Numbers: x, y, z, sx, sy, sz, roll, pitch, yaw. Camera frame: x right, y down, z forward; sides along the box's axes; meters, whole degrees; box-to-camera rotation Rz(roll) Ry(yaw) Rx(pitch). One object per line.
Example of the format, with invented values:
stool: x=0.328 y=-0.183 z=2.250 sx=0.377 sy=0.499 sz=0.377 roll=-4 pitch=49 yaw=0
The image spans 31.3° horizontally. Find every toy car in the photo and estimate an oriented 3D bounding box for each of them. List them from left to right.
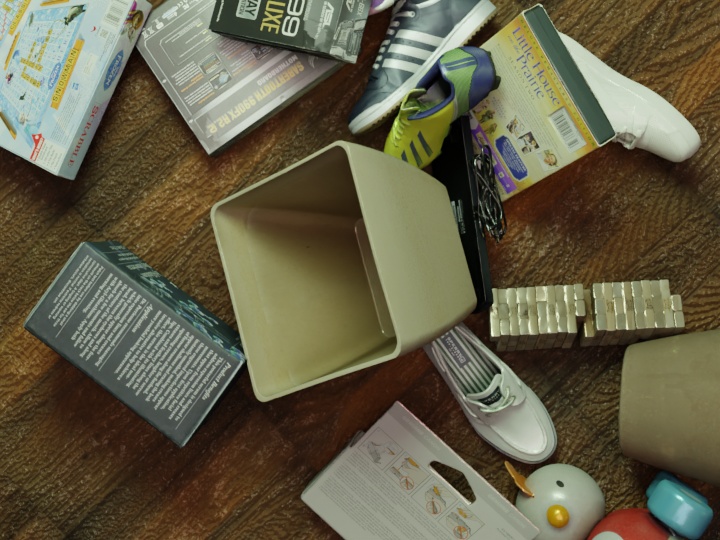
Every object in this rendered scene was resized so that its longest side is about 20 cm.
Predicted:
toy car: x=0.224 y=0.262 z=1.310 sx=0.199 sy=0.177 sz=0.185 roll=32 pitch=94 yaw=12

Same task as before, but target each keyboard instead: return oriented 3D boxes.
keyboard: x=0.119 y=-0.057 z=1.332 sx=0.039 sy=0.104 sz=0.203 roll=-7 pitch=88 yaw=-27

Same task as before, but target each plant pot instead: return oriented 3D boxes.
plant pot: x=0.000 y=0.000 z=1.265 sx=0.199 sy=0.176 sz=0.202 roll=-22 pitch=79 yaw=41
plant pot: x=0.352 y=0.137 z=1.298 sx=0.173 sy=0.200 sz=0.203 roll=3 pitch=92 yaw=17

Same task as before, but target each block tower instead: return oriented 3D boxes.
block tower: x=0.231 y=0.048 z=1.345 sx=0.197 sy=0.058 sz=0.055 roll=-2 pitch=68 yaw=-1

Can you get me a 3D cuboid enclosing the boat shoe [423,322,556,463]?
boat shoe: x=0.130 y=0.128 z=1.349 sx=0.074 sy=0.067 sz=0.200 roll=-45 pitch=91 yaw=2

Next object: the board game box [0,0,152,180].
board game box: x=-0.344 y=-0.226 z=1.335 sx=0.198 sy=0.041 sz=0.202 roll=26 pitch=92 yaw=16

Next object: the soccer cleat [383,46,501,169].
soccer cleat: x=0.062 y=-0.158 z=1.288 sx=0.083 sy=0.200 sz=0.065 roll=-10 pitch=70 yaw=-32

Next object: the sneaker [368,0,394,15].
sneaker: x=0.013 y=-0.350 z=1.292 sx=0.080 sy=0.088 sz=0.202 roll=-1 pitch=63 yaw=32

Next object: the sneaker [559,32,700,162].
sneaker: x=0.241 y=-0.146 z=1.324 sx=0.199 sy=0.074 sz=0.116 roll=34 pitch=70 yaw=9

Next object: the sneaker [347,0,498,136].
sneaker: x=0.038 y=-0.239 z=1.339 sx=0.200 sy=0.070 sz=0.109 roll=-43 pitch=93 yaw=-3

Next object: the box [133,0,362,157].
box: x=-0.120 y=-0.241 z=1.352 sx=0.199 sy=0.048 sz=0.159 roll=-35 pitch=91 yaw=2

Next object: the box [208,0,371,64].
box: x=-0.054 y=-0.315 z=1.260 sx=0.157 sy=0.050 sz=0.202 roll=18 pitch=94 yaw=33

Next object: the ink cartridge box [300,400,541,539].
ink cartridge box: x=0.064 y=0.243 z=1.329 sx=0.200 sy=0.045 sz=0.176 roll=42 pitch=119 yaw=0

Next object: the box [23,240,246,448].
box: x=-0.218 y=0.069 z=1.312 sx=0.199 sy=0.148 sz=0.107 roll=37 pitch=92 yaw=-1

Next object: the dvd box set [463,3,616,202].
dvd box set: x=0.155 y=-0.159 z=1.282 sx=0.029 sy=0.200 sz=0.147 roll=-31 pitch=90 yaw=-28
